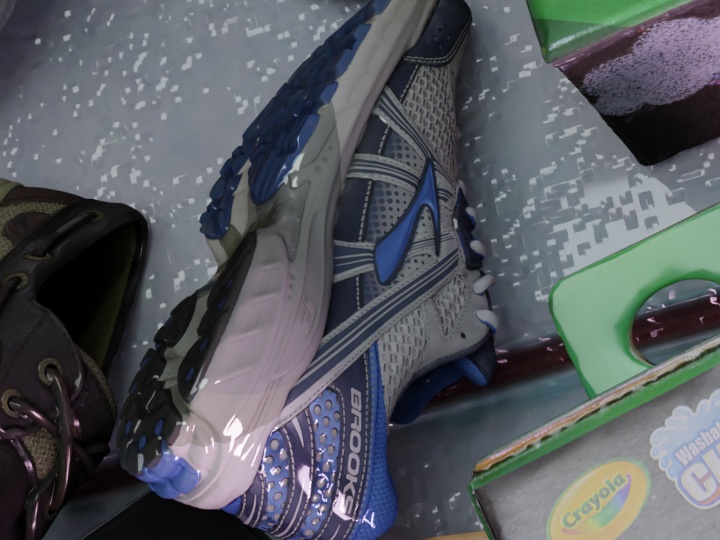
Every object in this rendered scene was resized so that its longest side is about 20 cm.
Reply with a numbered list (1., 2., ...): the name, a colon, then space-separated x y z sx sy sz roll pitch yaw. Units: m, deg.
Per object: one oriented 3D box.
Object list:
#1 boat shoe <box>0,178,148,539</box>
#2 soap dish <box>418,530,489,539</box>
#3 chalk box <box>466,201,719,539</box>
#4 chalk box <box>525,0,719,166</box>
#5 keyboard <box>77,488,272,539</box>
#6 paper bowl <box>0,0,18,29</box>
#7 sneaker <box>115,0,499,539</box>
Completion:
1. boat shoe: -0.102 0.036 0.854 0.065 0.073 0.200 -6 39 11
2. soap dish: -0.015 0.183 0.830 0.157 0.081 0.201 -11 75 17
3. chalk box: 0.116 0.082 0.784 0.124 0.124 0.201 -27 70 13
4. chalk box: 0.137 -0.131 0.821 0.199 0.125 0.124 -22 73 13
5. keyboard: -0.026 0.147 0.759 0.127 0.021 0.200 -34 61 -28
6. paper bowl: -0.189 -0.127 0.943 0.200 0.104 0.202 -4 77 18
7. sneaker: 0.000 0.000 0.854 0.085 0.077 0.200 34 52 -15
